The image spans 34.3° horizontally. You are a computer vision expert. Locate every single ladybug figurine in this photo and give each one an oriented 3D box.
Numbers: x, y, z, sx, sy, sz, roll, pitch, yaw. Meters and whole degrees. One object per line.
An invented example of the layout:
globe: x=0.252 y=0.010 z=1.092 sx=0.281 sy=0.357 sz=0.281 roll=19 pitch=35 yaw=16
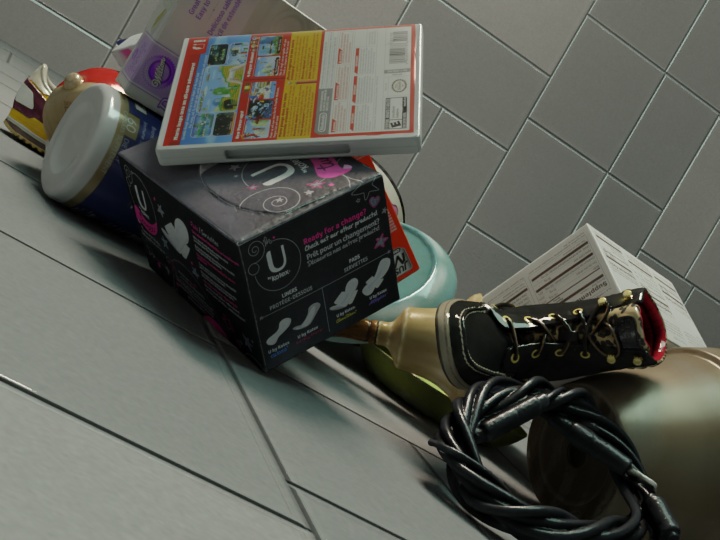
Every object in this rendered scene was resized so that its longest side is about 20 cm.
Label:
ladybug figurine: x=-0.235 y=-0.131 z=1.152 sx=0.133 sy=0.073 sz=0.201 roll=3 pitch=-31 yaw=18

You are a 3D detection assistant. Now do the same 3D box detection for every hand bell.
hand bell: x=0.004 y=0.054 z=1.051 sx=0.196 sy=0.106 sz=0.104 roll=11 pitch=3 yaw=3

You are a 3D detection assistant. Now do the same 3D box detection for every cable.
cable: x=0.139 y=0.138 z=0.843 sx=0.197 sy=0.051 sz=0.165 roll=18 pitch=40 yaw=-18

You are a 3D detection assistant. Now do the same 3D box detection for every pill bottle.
pill bottle: x=-0.179 y=-0.075 z=1.062 sx=0.199 sy=0.112 sz=0.111 roll=29 pitch=4 yaw=-35

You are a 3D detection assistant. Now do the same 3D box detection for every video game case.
video game case: x=-0.050 y=-0.138 z=0.899 sx=0.196 sy=0.144 sz=0.018 roll=-2 pitch=-44 yaw=6

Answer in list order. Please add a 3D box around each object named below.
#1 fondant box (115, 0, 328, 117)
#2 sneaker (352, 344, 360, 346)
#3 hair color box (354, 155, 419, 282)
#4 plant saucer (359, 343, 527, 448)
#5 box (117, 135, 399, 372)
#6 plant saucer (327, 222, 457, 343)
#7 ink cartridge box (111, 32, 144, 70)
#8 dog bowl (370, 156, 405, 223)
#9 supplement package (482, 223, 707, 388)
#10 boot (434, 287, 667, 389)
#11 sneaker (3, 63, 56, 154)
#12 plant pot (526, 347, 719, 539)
fondant box: x=-0.100 y=-0.178 z=1.060 sx=0.198 sy=0.145 sz=0.058 roll=30 pitch=8 yaw=-27
sneaker: x=-0.021 y=-0.013 z=1.311 sx=0.202 sy=0.074 sz=0.106 roll=64 pitch=7 yaw=0
hair color box: x=-0.032 y=-0.078 z=1.004 sx=0.101 sy=0.061 sz=0.202 roll=4 pitch=-59 yaw=65
plant saucer: x=0.076 y=0.123 z=1.172 sx=0.198 sy=0.031 sz=0.200 roll=32 pitch=3 yaw=-2
box: x=-0.080 y=-0.038 z=0.901 sx=0.199 sy=0.131 sz=0.116 roll=35 pitch=-36 yaw=46
plant saucer: x=0.000 y=0.000 z=1.179 sx=0.196 sy=0.028 sz=0.201 roll=-1 pitch=36 yaw=0
ink cartridge box: x=-0.176 y=-0.150 z=1.194 sx=0.199 sy=0.043 sz=0.198 roll=4 pitch=-51 yaw=55
dog bowl: x=-0.048 y=-0.057 z=1.431 sx=0.198 sy=0.201 sz=0.074 roll=31 pitch=35 yaw=-4
supplement package: x=0.228 y=0.070 z=1.151 sx=0.199 sy=0.155 sz=0.112 roll=26 pitch=35 yaw=-47
boot: x=0.155 y=0.053 z=0.934 sx=0.148 sy=0.075 sz=0.199 roll=-11 pitch=-16 yaw=26
sneaker: x=-0.289 y=-0.147 z=1.292 sx=0.198 sy=0.091 sz=0.075 roll=30 pitch=3 yaw=-23
plant pot: x=0.245 y=0.161 z=1.009 sx=0.171 sy=0.203 sz=0.200 roll=9 pitch=16 yaw=-35
